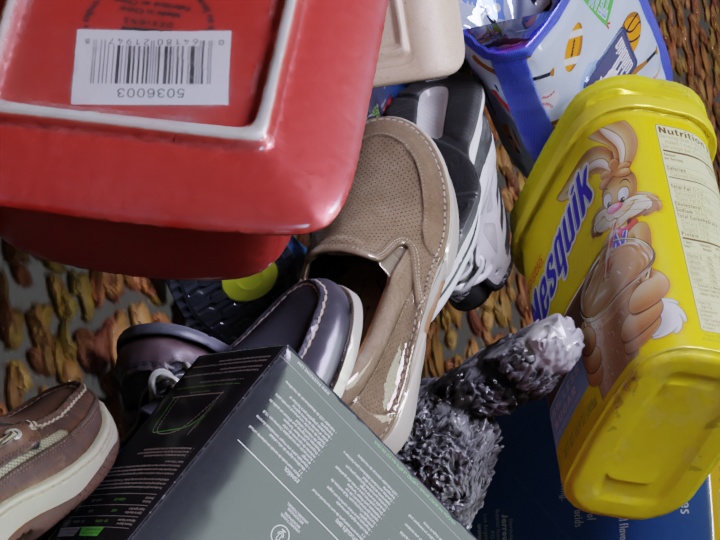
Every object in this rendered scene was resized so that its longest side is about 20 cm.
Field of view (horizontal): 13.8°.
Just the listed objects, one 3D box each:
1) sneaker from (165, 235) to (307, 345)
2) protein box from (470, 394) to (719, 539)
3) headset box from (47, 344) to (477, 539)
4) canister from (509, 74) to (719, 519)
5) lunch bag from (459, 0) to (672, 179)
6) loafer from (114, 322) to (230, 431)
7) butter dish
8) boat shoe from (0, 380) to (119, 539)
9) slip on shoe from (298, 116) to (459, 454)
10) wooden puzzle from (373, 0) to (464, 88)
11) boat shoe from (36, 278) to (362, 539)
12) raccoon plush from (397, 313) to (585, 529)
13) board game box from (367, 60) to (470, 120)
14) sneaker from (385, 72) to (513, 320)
[{"bbox_3d":[-0.053,0.006,1.550,0.200,0.066,0.079,49,11,-42],"label":"sneaker"},{"bbox_3d":[0.129,0.181,1.717,0.135,0.199,0.199,36,49,-60],"label":"protein box"},{"bbox_3d":[-0.051,0.163,1.265,0.174,0.093,0.200,45,67,-17],"label":"headset box"},{"bbox_3d":[0.148,0.015,1.614,0.200,0.086,0.149,-97,-155,-43],"label":"canister"},{"bbox_3d":[0.107,-0.154,1.724,0.170,0.123,0.200,61,24,-51],"label":"lunch bag"},{"bbox_3d":[-0.064,0.097,1.464,0.200,0.072,0.063,55,37,-51],"label":"loafer"},{"bbox_3d":[-0.092,-0.066,1.359,0.148,0.199,0.200,91,8,-51],"label":"butter dish"},{"bbox_3d":[-0.162,0.080,1.232,0.075,0.075,0.202,64,23,-12],"label":"boat shoe"},{"bbox_3d":[0.000,0.000,1.481,0.061,0.076,0.200,56,38,-50],"label":"slip on shoe"},{"bbox_3d":[-0.059,-0.171,1.445,0.037,0.199,0.186,154,-73,-86],"label":"wooden puzzle"},{"bbox_3d":[-0.074,0.075,1.361,0.063,0.073,0.200,46,74,-30],"label":"boat shoe"},{"bbox_3d":[0.060,0.127,1.594,0.134,0.200,0.097,56,38,-8],"label":"raccoon plush"},{"bbox_3d":[-0.005,-0.116,1.699,0.200,0.062,0.200,-59,137,-55],"label":"board game box"},{"bbox_3d":[0.050,-0.007,1.620,0.201,0.075,0.116,-73,147,-48],"label":"sneaker"}]
